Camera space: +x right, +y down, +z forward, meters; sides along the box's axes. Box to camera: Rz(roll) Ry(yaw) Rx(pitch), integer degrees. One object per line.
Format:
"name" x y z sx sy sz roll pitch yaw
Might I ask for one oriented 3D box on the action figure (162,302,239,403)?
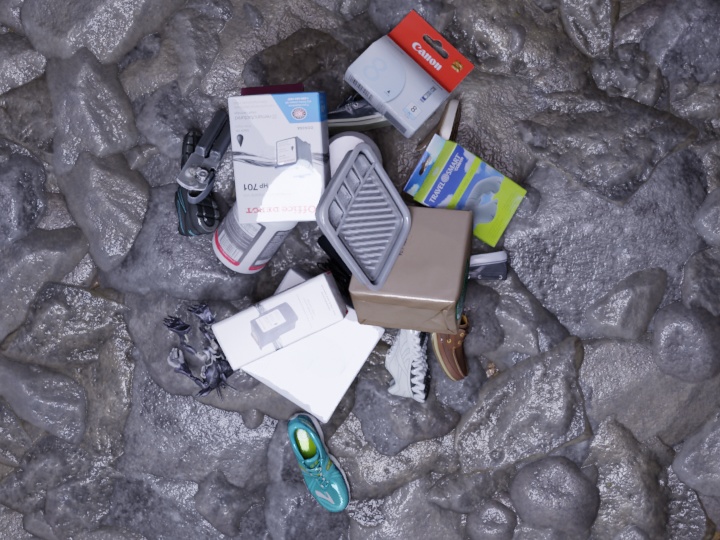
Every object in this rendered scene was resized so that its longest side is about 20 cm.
"action figure" -0.286 0.149 1.603 0.119 0.102 0.200 -34 133 -23

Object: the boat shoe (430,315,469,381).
"boat shoe" 0.163 0.109 1.577 0.067 0.072 0.201 -12 110 21

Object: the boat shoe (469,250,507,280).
"boat shoe" 0.173 0.010 1.601 0.199 0.070 0.067 -10 92 -4

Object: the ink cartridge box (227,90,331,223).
"ink cartridge box" -0.124 -0.180 1.392 0.146 0.086 0.201 -3 101 5

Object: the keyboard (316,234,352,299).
"keyboard" 0.000 0.000 1.584 0.104 0.040 0.200 -39 74 -10

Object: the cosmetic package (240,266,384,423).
"cosmetic package" -0.091 0.129 1.583 0.200 0.123 0.200 33 93 -1

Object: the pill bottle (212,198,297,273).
"pill bottle" -0.172 -0.093 1.539 0.111 0.111 0.200 42 129 0

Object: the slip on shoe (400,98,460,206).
"slip on shoe" 0.129 -0.218 1.592 0.060 0.076 0.201 19 99 13

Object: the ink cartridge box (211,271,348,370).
"ink cartridge box" -0.128 0.080 1.450 0.199 0.145 0.085 -25 91 3

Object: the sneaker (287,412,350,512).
"sneaker" -0.085 0.359 1.614 0.077 0.080 0.200 -28 92 3

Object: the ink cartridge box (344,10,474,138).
"ink cartridge box" 0.093 -0.359 1.564 0.160 0.047 0.200 42 74 -1

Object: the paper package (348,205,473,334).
"paper package" 0.090 -0.007 1.501 0.190 0.104 0.200 5 54 14

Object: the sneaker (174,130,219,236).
"sneaker" -0.311 -0.158 1.603 0.079 0.075 0.201 -16 72 38

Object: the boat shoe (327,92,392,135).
"boat shoe" -0.014 -0.287 1.591 0.199 0.075 0.062 -10 87 -3

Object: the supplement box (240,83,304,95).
"supplement box" -0.141 -0.224 1.528 0.110 0.200 0.086 -3 58 2

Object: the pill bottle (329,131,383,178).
"pill bottle" -0.016 -0.183 1.529 0.112 0.200 0.113 0 93 2

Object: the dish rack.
"dish rack" 0.001 -0.084 1.399 0.043 0.200 0.172 0 51 37

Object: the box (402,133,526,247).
"box" 0.188 -0.142 1.561 0.200 0.048 0.122 29 93 -26

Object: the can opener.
"can opener" -0.271 -0.203 1.574 0.053 0.067 0.200 19 49 1

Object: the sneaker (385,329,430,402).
"sneaker" 0.081 0.147 1.585 0.081 0.075 0.201 4 114 16
